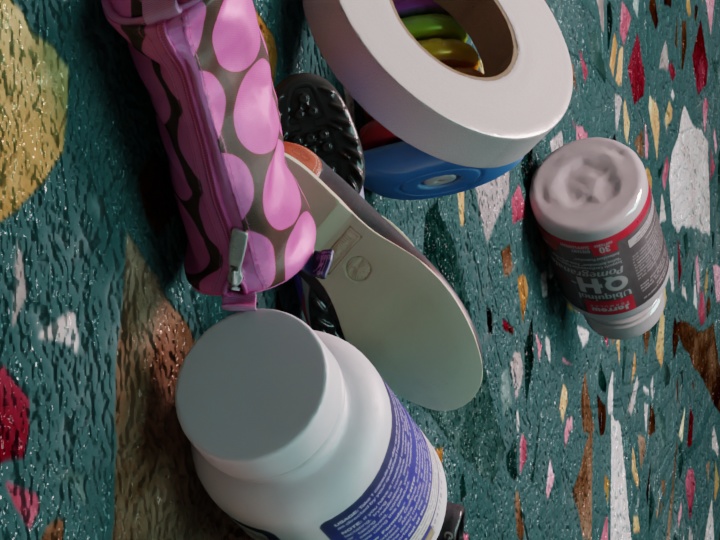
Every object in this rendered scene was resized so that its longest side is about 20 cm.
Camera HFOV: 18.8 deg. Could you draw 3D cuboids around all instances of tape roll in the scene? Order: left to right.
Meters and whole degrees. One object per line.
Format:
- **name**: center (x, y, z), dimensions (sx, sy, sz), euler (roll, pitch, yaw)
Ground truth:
- **tape roll**: center (0.052, -0.160, 1.444), dimensions (0.202, 0.037, 0.204), euler (23, 44, -25)

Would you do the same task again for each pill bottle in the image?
- **pill bottle**: center (-0.030, 0.103, 1.256), dimensions (0.200, 0.119, 0.121), euler (56, 38, -59)
- **pill bottle**: center (0.230, -0.023, 2.045), dimensions (0.201, 0.110, 0.111), euler (64, 31, -51)

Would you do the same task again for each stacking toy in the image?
- **stacking toy**: center (0.037, -0.157, 1.528), dimensions (0.110, 0.115, 0.202), euler (29, 49, -71)

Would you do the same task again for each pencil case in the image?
- **pencil case**: center (-0.079, -0.080, 1.169), dimensions (0.094, 0.090, 0.201), euler (-68, 149, -49)

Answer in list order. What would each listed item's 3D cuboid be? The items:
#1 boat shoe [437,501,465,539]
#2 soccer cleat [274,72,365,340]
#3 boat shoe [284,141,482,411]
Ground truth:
- **boat shoe**: center (0.064, 0.259, 1.614), dimensions (0.070, 0.066, 0.202), euler (-44, 131, -65)
- **soccer cleat**: center (-0.024, -0.032, 1.387), dimensions (0.073, 0.068, 0.202), euler (-118, -167, -70)
- **boat shoe**: center (0.000, 0.000, 1.308), dimensions (0.200, 0.071, 0.063), euler (45, 9, -3)
